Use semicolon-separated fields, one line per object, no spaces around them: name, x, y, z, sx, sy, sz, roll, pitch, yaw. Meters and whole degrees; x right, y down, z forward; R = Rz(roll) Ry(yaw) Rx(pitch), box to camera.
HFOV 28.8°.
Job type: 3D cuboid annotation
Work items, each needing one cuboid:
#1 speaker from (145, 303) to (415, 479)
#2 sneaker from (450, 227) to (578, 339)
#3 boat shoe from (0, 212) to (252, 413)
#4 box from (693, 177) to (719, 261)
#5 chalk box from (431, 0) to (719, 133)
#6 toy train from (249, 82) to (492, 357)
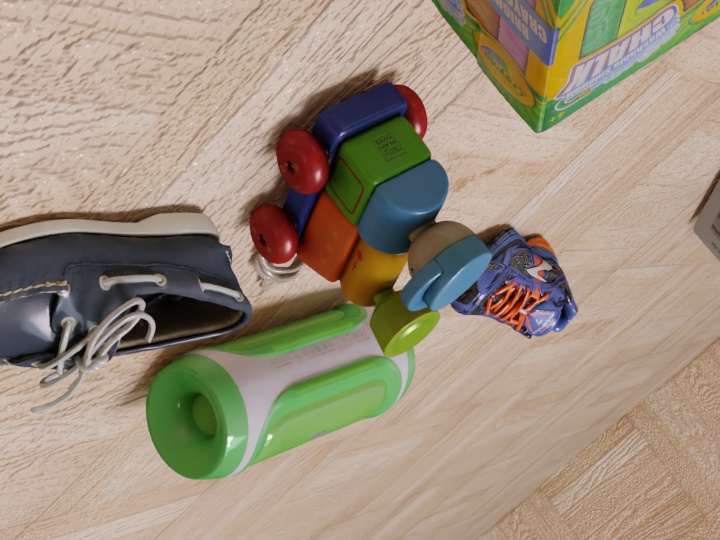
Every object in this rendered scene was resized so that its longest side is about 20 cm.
speaker;-0.048;0.077;0.943;0.199;0.089;0.089;-15;153;-51
sneaker;0.132;0.016;1.154;0.075;0.079;0.199;-45;162;23
boat shoe;-0.129;0.020;0.664;0.075;0.062;0.199;-44;162;29
box;0.496;-0.055;1.490;0.171;0.201;0.199;-35;162;-13
chalk box;0.086;-0.148;0.545;0.124;0.124;0.200;-34;163;-7
toy train;0.000;0.000;0.779;0.084;0.116;0.200;-26;160;-29
